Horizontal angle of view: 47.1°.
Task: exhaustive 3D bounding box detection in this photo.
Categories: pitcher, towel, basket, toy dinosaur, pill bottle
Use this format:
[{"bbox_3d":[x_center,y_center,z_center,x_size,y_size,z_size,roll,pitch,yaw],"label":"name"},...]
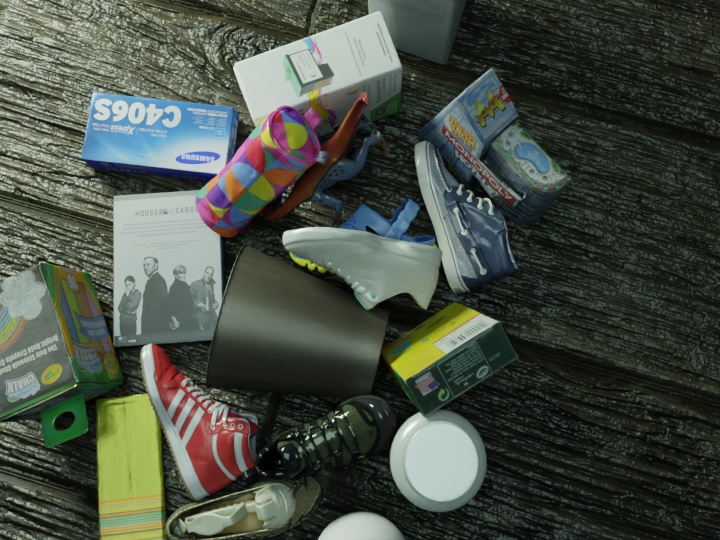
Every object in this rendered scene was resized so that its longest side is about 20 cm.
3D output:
[{"bbox_3d":[-0.023,0.335,0.936,0.168,0.200,0.124,13,80,4],"label":"pitcher"},{"bbox_3d":[-0.291,0.262,1.052,0.084,0.018,0.205,-5,78,-5],"label":"towel"},{"bbox_3d":[-0.072,0.082,1.023,0.196,0.136,0.184,15,80,1],"label":"basket"},{"bbox_3d":[-0.058,-0.134,1.052,0.179,0.201,0.106,-30,54,-3],"label":"toy dinosaur"},{"bbox_3d":[0.087,0.218,0.954,0.108,0.200,0.113,0,79,1],"label":"pill bottle"}]

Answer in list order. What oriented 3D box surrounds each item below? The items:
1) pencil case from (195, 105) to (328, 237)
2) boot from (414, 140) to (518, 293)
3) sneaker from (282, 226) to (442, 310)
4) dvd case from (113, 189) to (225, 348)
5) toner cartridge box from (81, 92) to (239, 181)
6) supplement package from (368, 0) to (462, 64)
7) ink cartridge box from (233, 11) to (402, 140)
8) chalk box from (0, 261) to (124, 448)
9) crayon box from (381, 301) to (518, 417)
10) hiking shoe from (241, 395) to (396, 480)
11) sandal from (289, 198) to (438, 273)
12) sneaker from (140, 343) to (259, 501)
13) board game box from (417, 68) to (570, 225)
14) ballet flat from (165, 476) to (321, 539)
[{"bbox_3d":[-0.126,-0.120,1.026,0.199,0.088,0.090,-35,76,40],"label":"pencil case"},{"bbox_3d":[0.137,-0.080,1.065,0.089,0.073,0.204,-17,88,19],"label":"boot"},{"bbox_3d":[0.000,0.000,0.988,0.196,0.075,0.091,10,89,-9],"label":"sneaker"},{"bbox_3d":[-0.253,-0.003,1.095,0.147,0.025,0.205,-3,79,1],"label":"dvd case"},{"bbox_3d":[-0.269,-0.180,1.118,0.195,0.043,0.097,6,81,2],"label":"toner cartridge box"},{"bbox_3d":[0.080,-0.374,1.064,0.115,0.200,0.119,19,80,5],"label":"supplement package"},{"bbox_3d":[-0.051,-0.235,1.070,0.196,0.145,0.085,-20,79,-2],"label":"ink cartridge box"},{"bbox_3d":[-0.383,0.111,1.019,0.122,0.124,0.204,-22,81,7],"label":"chalk box"},{"bbox_3d":[0.098,0.099,0.988,0.126,0.200,0.051,-31,98,-3],"label":"crayon box"},{"bbox_3d":[-0.046,0.211,0.973,0.198,0.100,0.077,-29,88,31],"label":"hiking shoe"},{"bbox_3d":[0.005,-0.044,1.061,0.195,0.080,0.089,-6,102,-8],"label":"sandal"},{"bbox_3d":[-0.196,0.172,1.037,0.111,0.071,0.203,-24,87,1],"label":"sneaker"},{"bbox_3d":[0.161,-0.152,1.021,0.061,0.200,0.201,-40,80,-7],"label":"board game box"},{"bbox_3d":[-0.144,0.299,1.009,0.196,0.075,0.069,-14,78,-1],"label":"ballet flat"}]
